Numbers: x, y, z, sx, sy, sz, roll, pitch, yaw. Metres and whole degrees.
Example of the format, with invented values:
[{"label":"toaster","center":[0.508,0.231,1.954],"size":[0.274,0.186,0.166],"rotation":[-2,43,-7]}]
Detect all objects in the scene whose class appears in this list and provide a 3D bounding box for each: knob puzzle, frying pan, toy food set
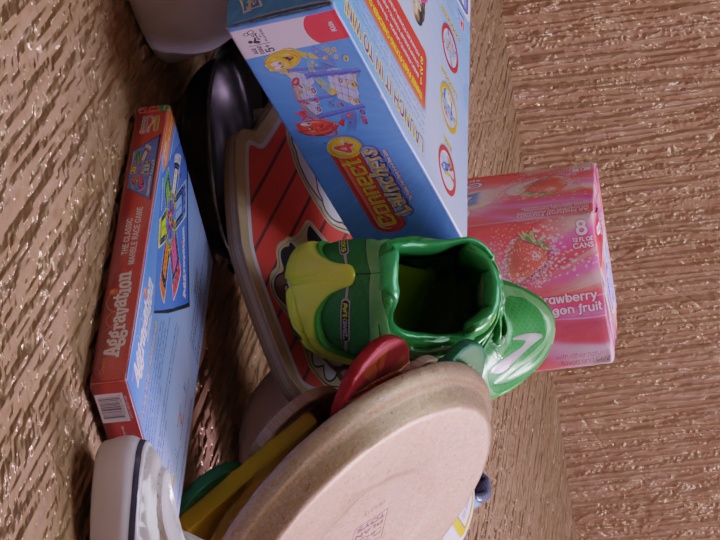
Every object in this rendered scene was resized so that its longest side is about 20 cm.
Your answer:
[{"label":"knob puzzle","center":[0.000,0.000,1.455],"size":[0.220,0.030,0.220],"rotation":[32,45,-39]},{"label":"frying pan","center":[-0.066,-0.039,1.495],"size":[0.190,0.031,0.115],"rotation":[72,17,-56]},{"label":"toy food set","center":[-0.010,0.113,1.366],"size":[0.049,0.200,0.198],"rotation":[44,-18,25]}]

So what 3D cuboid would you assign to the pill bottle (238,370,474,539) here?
[{"label":"pill bottle","center":[0.004,0.119,1.579],"size":[0.200,0.112,0.113],"rotation":[61,24,-69]}]

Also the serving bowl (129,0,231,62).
[{"label":"serving bowl","center":[-0.081,-0.210,1.423],"size":[0.200,0.066,0.200],"rotation":[-7,90,-81]}]

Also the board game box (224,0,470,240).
[{"label":"board game box","center":[-0.001,-0.141,1.410],"size":[0.200,0.056,0.196],"rotation":[59,27,-48]}]

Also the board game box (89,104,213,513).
[{"label":"board game box","center":[-0.096,0.022,1.303],"size":[0.200,0.019,0.103],"rotation":[-86,168,-50]}]

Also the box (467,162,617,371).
[{"label":"box","center":[0.052,0.005,1.686],"size":[0.095,0.200,0.103],"rotation":[-73,156,-69]}]

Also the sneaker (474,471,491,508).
[{"label":"sneaker","center":[0.034,0.152,1.751],"size":[0.079,0.095,0.200],"rotation":[-84,178,-46]}]

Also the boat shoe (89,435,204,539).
[{"label":"boat shoe","center":[-0.063,0.166,1.193],"size":[0.075,0.086,0.202],"rotation":[-53,136,-78]}]

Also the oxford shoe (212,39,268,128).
[{"label":"oxford shoe","center":[-0.042,-0.057,1.545],"size":[0.058,0.075,0.200],"rotation":[35,42,-84]}]

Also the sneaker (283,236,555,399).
[{"label":"sneaker","center":[0.045,0.026,1.410],"size":[0.200,0.083,0.074],"rotation":[13,73,-52]}]
